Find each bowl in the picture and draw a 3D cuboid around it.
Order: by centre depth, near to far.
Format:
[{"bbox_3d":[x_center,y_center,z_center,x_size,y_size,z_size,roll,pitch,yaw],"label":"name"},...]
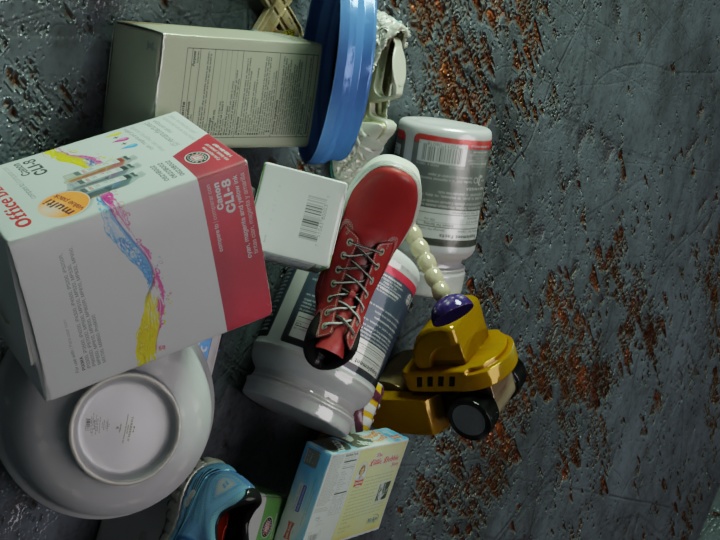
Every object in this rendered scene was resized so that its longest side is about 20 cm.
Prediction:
[{"bbox_3d":[-0.209,0.125,1.118,0.200,0.090,0.202,-3,97,-23],"label":"bowl"},{"bbox_3d":[-0.024,-0.202,1.274,0.201,0.039,0.202,-174,-90,-77],"label":"bowl"}]

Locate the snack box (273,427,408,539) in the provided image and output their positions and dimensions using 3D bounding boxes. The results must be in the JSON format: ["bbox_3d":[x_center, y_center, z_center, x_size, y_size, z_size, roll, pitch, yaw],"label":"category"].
[{"bbox_3d":[-0.017,0.241,1.457,0.200,0.037,0.117,5,105,-64],"label":"snack box"}]

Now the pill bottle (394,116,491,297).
[{"bbox_3d":[0.088,-0.077,1.569,0.114,0.113,0.201,-10,112,-56],"label":"pill bottle"}]

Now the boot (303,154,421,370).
[{"bbox_3d":[0.000,0.000,1.234,0.145,0.072,0.200,-77,-171,-48],"label":"boot"}]

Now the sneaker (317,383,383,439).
[{"bbox_3d":[-0.007,0.176,1.562,0.090,0.075,0.201,-31,128,-42],"label":"sneaker"}]

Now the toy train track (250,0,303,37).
[{"bbox_3d":[-0.093,-0.227,1.298,0.201,0.032,0.115,-62,146,-19],"label":"toy train track"}]

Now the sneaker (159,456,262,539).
[{"bbox_3d":[-0.148,0.278,1.208,0.078,0.090,0.201,22,85,-56],"label":"sneaker"}]

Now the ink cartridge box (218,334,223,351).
[{"bbox_3d":[-0.166,0.016,1.280,0.099,0.039,0.201,7,97,-59],"label":"ink cartridge box"}]

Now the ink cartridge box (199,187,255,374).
[{"bbox_3d":[-0.194,0.003,1.181,0.176,0.045,0.201,12,91,-44],"label":"ink cartridge box"}]

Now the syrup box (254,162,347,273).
[{"bbox_3d":[-0.065,-0.046,1.247,0.200,0.081,0.079,157,-53,-85],"label":"syrup box"}]

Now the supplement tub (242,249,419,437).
[{"bbox_3d":[-0.032,0.063,1.412,0.140,0.140,0.201,43,66,-55],"label":"supplement tub"}]

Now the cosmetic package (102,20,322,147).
[{"bbox_3d":[-0.132,-0.168,1.199,0.199,0.071,0.106,-5,110,-49],"label":"cosmetic package"}]

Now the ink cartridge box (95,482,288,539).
[{"bbox_3d":[-0.176,0.282,1.328,0.200,0.084,0.147,23,82,-57],"label":"ink cartridge box"}]

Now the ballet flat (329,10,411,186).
[{"bbox_3d":[0.013,-0.186,1.453,0.072,0.071,0.201,-5,107,-57],"label":"ballet flat"}]

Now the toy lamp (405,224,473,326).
[{"bbox_3d":[0.062,-0.036,1.482,0.058,0.201,0.058,-25,162,-9],"label":"toy lamp"}]

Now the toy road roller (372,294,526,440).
[{"bbox_3d":[0.095,0.111,1.591,0.123,0.199,0.147,-44,123,-49],"label":"toy road roller"}]

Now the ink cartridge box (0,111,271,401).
[{"bbox_3d":[-0.198,-0.017,1.053,0.199,0.145,0.145,-22,123,-24],"label":"ink cartridge box"}]
